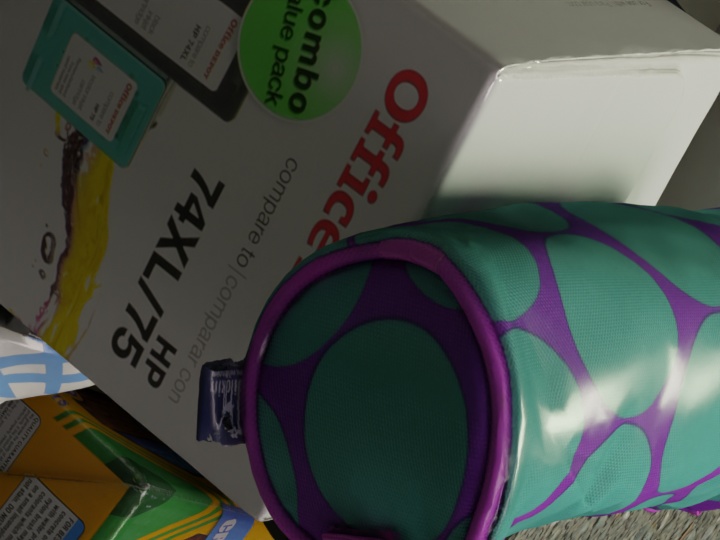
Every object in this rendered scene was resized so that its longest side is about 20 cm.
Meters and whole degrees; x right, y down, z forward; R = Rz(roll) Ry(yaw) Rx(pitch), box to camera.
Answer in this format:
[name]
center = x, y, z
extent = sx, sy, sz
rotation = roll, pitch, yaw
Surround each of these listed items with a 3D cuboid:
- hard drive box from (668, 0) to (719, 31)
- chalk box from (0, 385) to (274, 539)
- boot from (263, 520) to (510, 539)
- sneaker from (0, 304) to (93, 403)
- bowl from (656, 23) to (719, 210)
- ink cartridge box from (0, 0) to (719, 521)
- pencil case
[hard drive box]
center = 0.093, -0.137, 0.962
extent = 0.077, 0.156, 0.201
rotation = -10, 132, -56
[chalk box]
center = -0.107, 0.094, 0.954
extent = 0.125, 0.124, 0.200
rotation = -53, 156, 5
[boot]
center = -0.011, 0.049, 0.945
extent = 0.077, 0.138, 0.200
rotation = -47, 165, 0
[sneaker]
center = -0.148, 0.023, 0.814
extent = 0.199, 0.072, 0.073
rotation = -5, 134, -31
[bowl]
center = 0.164, -0.049, 0.926
extent = 0.200, 0.075, 0.200
rotation = -60, 156, 16
[ink cartridge box]
center = -0.028, -0.052, 0.802
extent = 0.146, 0.200, 0.147
rotation = -9, 131, -57
[pencil case]
center = 0.051, 0.030, 0.709
extent = 0.200, 0.085, 0.093
rotation = -5, 112, -57
